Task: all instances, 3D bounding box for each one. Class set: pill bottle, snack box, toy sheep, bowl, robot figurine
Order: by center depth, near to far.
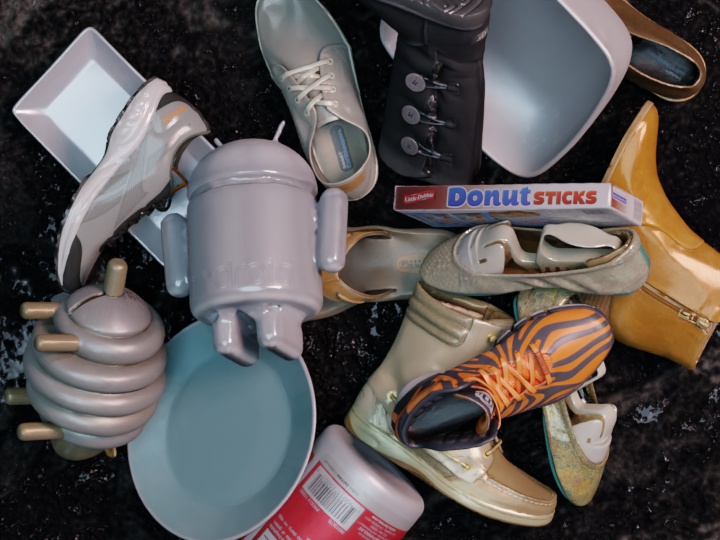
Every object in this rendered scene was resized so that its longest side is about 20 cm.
[{"bbox_3d":[0.128,-0.196,1.628,0.200,0.200,0.075,45,54,5],"label":"bowl"},{"bbox_3d":[0.130,-0.054,1.635,0.198,0.072,0.025,1,81,30],"label":"snack box"},{"bbox_3d":[-0.089,-0.024,1.648,0.168,0.113,0.202,-8,73,14],"label":"robot figurine"},{"bbox_3d":[-0.229,0.079,1.685,0.137,0.138,0.201,21,122,5],"label":"toy sheep"},{"bbox_3d":[-0.047,0.241,1.688,0.112,0.112,0.200,41,96,3],"label":"pill bottle"}]

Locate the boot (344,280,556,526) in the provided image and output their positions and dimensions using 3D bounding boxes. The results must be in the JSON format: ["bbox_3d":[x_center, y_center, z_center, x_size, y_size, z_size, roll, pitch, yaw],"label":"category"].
[{"bbox_3d":[0.103,0.114,1.679,0.199,0.073,0.156,29,105,10],"label":"boot"}]

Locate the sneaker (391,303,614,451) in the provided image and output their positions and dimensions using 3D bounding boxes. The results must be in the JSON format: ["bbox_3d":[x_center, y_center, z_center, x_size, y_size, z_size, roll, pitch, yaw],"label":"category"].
[{"bbox_3d":[0.119,0.097,1.585,0.199,0.112,0.078,-29,96,5],"label":"sneaker"}]

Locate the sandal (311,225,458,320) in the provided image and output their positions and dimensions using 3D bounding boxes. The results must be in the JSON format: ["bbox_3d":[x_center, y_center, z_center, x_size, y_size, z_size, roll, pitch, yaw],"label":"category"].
[{"bbox_3d":[0.000,0.000,1.699,0.198,0.054,0.081,-5,92,6],"label":"sandal"}]

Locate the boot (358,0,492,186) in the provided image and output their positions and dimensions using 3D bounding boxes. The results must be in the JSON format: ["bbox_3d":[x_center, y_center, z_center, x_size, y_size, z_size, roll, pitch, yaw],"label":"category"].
[{"bbox_3d":[0.034,-0.174,1.640,0.164,0.201,0.066,32,57,24],"label":"boot"}]

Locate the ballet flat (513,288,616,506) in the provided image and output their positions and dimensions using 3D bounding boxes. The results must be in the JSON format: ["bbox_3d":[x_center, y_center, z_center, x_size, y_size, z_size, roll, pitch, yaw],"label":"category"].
[{"bbox_3d":[0.183,0.105,1.666,0.070,0.071,0.202,-14,98,6],"label":"ballet flat"}]

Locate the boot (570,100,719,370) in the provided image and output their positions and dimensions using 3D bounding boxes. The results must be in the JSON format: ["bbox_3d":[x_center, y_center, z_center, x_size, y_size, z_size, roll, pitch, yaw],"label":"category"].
[{"bbox_3d":[0.264,-0.028,1.658,0.143,0.071,0.203,22,107,12],"label":"boot"}]

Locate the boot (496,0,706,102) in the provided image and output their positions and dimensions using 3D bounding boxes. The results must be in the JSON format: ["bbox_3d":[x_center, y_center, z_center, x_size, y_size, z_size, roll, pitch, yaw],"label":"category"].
[{"bbox_3d":[0.203,-0.205,1.658,0.199,0.075,0.074,26,97,5],"label":"boot"}]

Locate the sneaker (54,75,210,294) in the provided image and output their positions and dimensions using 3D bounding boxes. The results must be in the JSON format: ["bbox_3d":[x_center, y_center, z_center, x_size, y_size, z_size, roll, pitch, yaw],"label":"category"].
[{"bbox_3d":[-0.201,-0.064,1.688,0.079,0.074,0.201,31,96,-2],"label":"sneaker"}]

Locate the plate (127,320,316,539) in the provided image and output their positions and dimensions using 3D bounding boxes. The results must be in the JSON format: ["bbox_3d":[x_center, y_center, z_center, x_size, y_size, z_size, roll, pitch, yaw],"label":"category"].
[{"bbox_3d":[-0.117,0.137,1.702,0.199,0.026,0.202,-9,72,29],"label":"plate"}]

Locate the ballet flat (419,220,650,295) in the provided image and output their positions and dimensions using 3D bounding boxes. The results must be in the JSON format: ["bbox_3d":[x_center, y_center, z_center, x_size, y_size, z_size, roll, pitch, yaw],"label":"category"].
[{"bbox_3d":[0.142,-0.018,1.633,0.198,0.063,0.068,0,51,17],"label":"ballet flat"}]

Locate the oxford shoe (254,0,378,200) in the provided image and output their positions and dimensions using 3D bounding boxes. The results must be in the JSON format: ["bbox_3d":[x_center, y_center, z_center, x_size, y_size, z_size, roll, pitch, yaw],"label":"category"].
[{"bbox_3d":[-0.037,-0.157,1.694,0.075,0.058,0.202,-21,89,9],"label":"oxford shoe"}]

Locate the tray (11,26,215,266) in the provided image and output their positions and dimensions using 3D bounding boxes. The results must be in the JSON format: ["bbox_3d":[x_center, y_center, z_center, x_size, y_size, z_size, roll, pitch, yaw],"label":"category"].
[{"bbox_3d":[-0.203,-0.109,1.731,0.200,0.022,0.107,45,97,2],"label":"tray"}]
